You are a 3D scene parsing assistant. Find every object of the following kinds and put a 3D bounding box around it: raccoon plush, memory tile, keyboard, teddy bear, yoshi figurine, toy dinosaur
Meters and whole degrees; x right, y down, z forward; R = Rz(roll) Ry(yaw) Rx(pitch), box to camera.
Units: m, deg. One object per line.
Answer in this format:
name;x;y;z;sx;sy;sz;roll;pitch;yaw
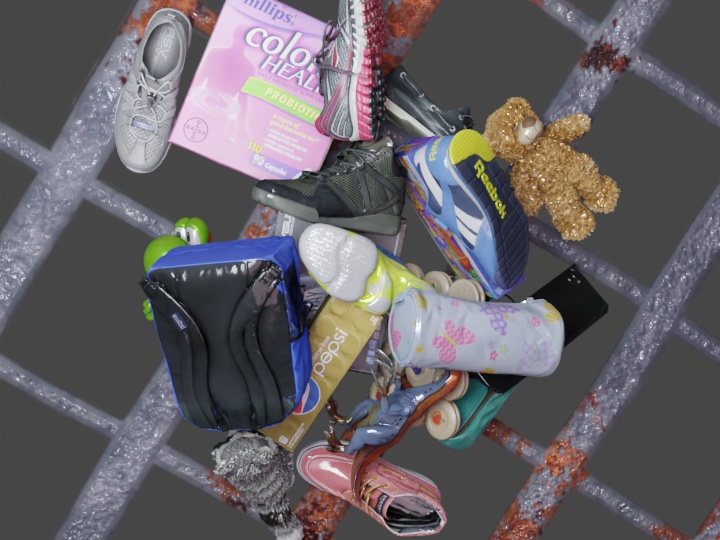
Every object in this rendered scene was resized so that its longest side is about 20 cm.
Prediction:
raccoon plush;-0.110;0.267;1.251;0.097;0.134;0.200;-36;100;-1
memory tile;0.079;0.098;1.248;0.017;0.153;0.200;4;99;-44
keyboard;0.207;0.057;1.283;0.200;0.021;0.127;-34;78;-17
teddy bear;0.242;-0.129;1.262;0.145;0.067;0.200;-29;100;-3
yoshi figurine;-0.217;0.038;1.224;0.112;0.112;0.200;-5;96;2
toy dinosaur;0.046;0.163;1.217;0.181;0.105;0.200;-14;121;14

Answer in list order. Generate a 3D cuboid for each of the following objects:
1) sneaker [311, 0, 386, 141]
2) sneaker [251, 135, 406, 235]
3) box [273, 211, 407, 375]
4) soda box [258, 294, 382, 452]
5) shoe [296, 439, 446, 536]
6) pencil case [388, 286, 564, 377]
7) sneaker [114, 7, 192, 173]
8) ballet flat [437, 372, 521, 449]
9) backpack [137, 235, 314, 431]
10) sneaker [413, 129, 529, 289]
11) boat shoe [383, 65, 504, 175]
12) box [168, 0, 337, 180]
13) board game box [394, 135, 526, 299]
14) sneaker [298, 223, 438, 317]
sneaker;-0.016;-0.245;1.118;0.075;0.081;0.200;2;93;17
sneaker;-0.029;-0.106;1.144;0.199;0.076;0.114;5;104;-33
box;-0.038;0.017;1.261;0.160;0.044;0.200;12;97;-2
soda box;-0.054;0.114;1.219;0.068;0.064;0.200;33;96;-4
shoe;0.015;0.277;1.288;0.200;0.091;0.072;21;96;-8
pencil case;0.132;0.071;1.141;0.200;0.083;0.091;5;91;-21
sneaker;-0.251;-0.214;1.192;0.075;0.082;0.200;11;97;-7
ballet flat;0.164;0.149;1.294;0.067;0.070;0.200;31;68;31
backpack;-0.127;0.067;1.123;0.162;0.168;0.200;-4;106;15
sneaker;0.126;-0.067;1.125;0.074;0.082;0.200;-47;121;-35
boat shoe;0.104;-0.179;1.229;0.199;0.075;0.066;38;90;12
box;-0.107;-0.210;1.200;0.176;0.097;0.200;23;95;-8
board game box;0.111;-0.066;1.223;0.045;0.134;0.200;-35;100;-6
sneaker;0.000;0.000;1.173;0.200;0.105;0.076;35;95;-27
